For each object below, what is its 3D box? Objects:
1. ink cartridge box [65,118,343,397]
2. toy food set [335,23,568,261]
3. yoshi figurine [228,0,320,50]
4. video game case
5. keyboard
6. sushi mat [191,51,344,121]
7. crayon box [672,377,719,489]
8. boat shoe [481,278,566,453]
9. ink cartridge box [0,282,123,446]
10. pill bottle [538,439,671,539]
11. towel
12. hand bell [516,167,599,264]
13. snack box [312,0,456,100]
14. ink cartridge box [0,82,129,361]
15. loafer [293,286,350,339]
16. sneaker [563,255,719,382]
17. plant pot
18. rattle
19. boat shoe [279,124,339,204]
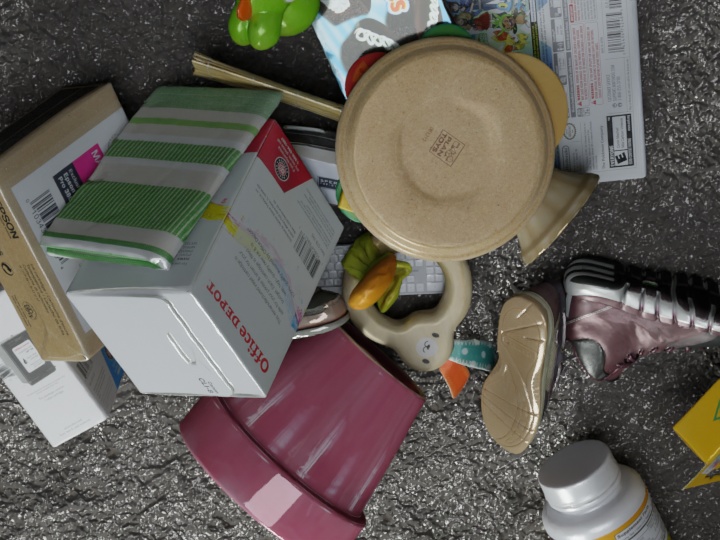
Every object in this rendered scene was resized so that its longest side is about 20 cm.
[{"bbox_3d":[-0.134,-0.008,1.540,0.144,0.201,0.146,-2,137,32],"label":"ink cartridge box"},{"bbox_3d":[0.072,-0.109,1.514,0.196,0.049,0.202,18,95,-6],"label":"toy food set"},{"bbox_3d":[-0.059,-0.283,1.479,0.111,0.112,0.202,14,96,-30],"label":"yoshi figurine"},{"bbox_3d":[0.165,-0.171,1.595,0.181,0.022,0.202,-6,115,4],"label":"video game case"},{"bbox_3d":[0.000,0.000,1.682,0.198,0.011,0.057,-2,114,3],"label":"keyboard"},{"bbox_3d":[-0.057,-0.154,1.571,0.198,0.096,0.012,18,87,-6],"label":"sushi mat"},{"bbox_3d":[0.378,0.117,1.662,0.052,0.125,0.200,48,111,23],"label":"crayon box"},{"bbox_3d":[0.164,0.093,1.684,0.072,0.065,0.201,33,138,31],"label":"boat shoe"},{"bbox_3d":[-0.310,0.050,1.656,0.066,0.116,0.201,-28,110,14],"label":"ink cartridge box"},{"bbox_3d":[0.251,0.271,1.744,0.109,0.109,0.201,-24,111,12],"label":"pill bottle"},{"bbox_3d":[-0.171,-0.084,1.511,0.152,0.201,0.023,6,141,36],"label":"towel"},{"bbox_3d":[0.108,-0.110,1.578,0.200,0.104,0.104,41,110,-3],"label":"hand bell"},{"bbox_3d":[0.000,-0.263,1.531,0.115,0.037,0.201,-23,101,11],"label":"snack box"},{"bbox_3d":[-0.257,-0.045,1.579,0.075,0.165,0.201,-2,121,43],"label":"ink cartridge box"},{"bbox_3d":[-0.101,0.028,1.632,0.199,0.072,0.063,-3,107,37],"label":"loafer"},{"bbox_3d":[0.282,0.063,1.677,0.198,0.076,0.116,16,119,6],"label":"sneaker"},{"bbox_3d":[-0.042,0.146,1.661,0.200,0.200,0.179,41,94,-16],"label":"plant pot"},{"bbox_3d":[0.066,0.058,1.634,0.129,0.143,0.201,-28,110,-9],"label":"rattle"},{"bbox_3d":[0.004,-0.093,1.607,0.198,0.068,0.072,10,135,6],"label":"boat shoe"}]
